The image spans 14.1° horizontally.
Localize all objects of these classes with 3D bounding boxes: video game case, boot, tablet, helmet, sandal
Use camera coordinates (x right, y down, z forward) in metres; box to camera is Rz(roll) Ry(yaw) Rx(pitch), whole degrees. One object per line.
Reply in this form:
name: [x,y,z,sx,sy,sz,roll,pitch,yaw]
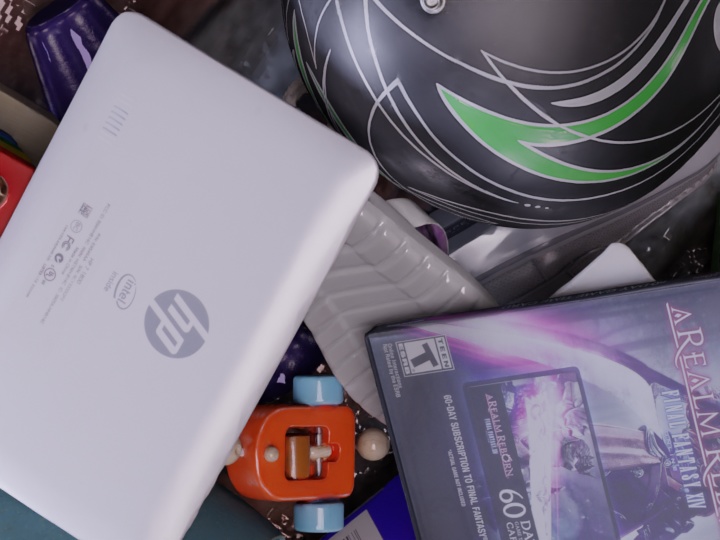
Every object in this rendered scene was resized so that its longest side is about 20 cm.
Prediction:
video game case: [0.110,0.078,1.202,0.199,0.019,0.143,-9,102,25]
boot: [0.090,0.002,1.334,0.199,0.074,0.096,-27,115,9]
tablet: [-0.090,0.010,1.188,0.130,0.014,0.200,31,102,12]
helmet: [0.066,-0.113,1.226,0.190,0.200,0.200,-36,109,-5]
sandal: [0.006,-0.002,1.246,0.082,0.050,0.203,-22,129,25]

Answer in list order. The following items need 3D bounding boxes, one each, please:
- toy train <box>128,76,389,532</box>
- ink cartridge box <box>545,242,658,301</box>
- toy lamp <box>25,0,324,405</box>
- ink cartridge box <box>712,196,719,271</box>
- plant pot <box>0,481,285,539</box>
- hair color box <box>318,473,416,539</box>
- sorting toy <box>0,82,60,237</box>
toy train: [-0.058,0.017,1.265,0.150,0.055,0.201,-6,94,-46]
ink cartridge box: [0.146,0.086,1.238,0.117,0.067,0.200,-41,87,28]
toy lamp: [-0.083,-0.033,1.298,0.058,0.058,0.200,-32,110,2]
ink cartridge box: [0.199,0.077,1.332,0.067,0.117,0.201,1,109,-9]
plant pot: [-0.150,0.141,1.287,0.135,0.200,0.200,45,97,8]
hair color box: [0.041,0.197,1.357,0.109,0.065,0.200,-38,123,5]
sorting toy: [-0.249,-0.017,1.204,0.200,0.070,0.199,31,99,-29]
